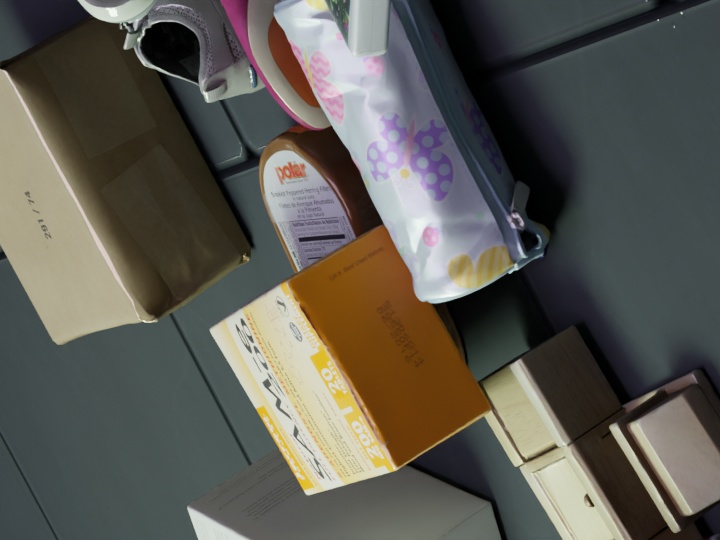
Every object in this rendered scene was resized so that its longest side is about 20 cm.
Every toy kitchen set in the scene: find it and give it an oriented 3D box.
[{"bbox_3d":[0.110,0.153,1.453,0.201,0.180,0.163,59,153,2],"label":"toy kitchen set"}]

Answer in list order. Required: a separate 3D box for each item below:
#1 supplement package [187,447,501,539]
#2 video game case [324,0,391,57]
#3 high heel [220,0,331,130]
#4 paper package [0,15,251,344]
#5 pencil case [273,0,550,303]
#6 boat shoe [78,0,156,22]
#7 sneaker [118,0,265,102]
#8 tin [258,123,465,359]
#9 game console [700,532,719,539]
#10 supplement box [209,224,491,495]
[{"bbox_3d":[-0.002,0.204,1.767,0.200,0.121,0.120,21,134,53],"label":"supplement package"},{"bbox_3d":[-0.014,-0.238,1.322,0.182,0.023,0.201,-114,22,-49],"label":"video game case"},{"bbox_3d":[-0.065,-0.178,1.558,0.096,0.067,0.201,6,116,67],"label":"high heel"},{"bbox_3d":[-0.192,-0.062,1.845,0.201,0.103,0.190,62,154,-7],"label":"paper package"},{"bbox_3d":[0.029,-0.081,1.459,0.201,0.083,0.091,62,161,-5],"label":"pencil case"},{"bbox_3d":[-0.143,-0.208,1.596,0.072,0.070,0.201,63,-171,-45],"label":"boat shoe"},{"bbox_3d":[-0.122,-0.167,1.634,0.200,0.082,0.075,34,144,41],"label":"sneaker"},{"bbox_3d":[0.000,0.000,1.649,0.112,0.042,0.201,-6,112,57],"label":"tin"},{"bbox_3d":[0.241,0.234,1.377,0.172,0.118,0.201,12,128,57],"label":"game console"},{"bbox_3d":[-0.011,0.058,1.575,0.126,0.073,0.200,59,162,0],"label":"supplement box"}]
